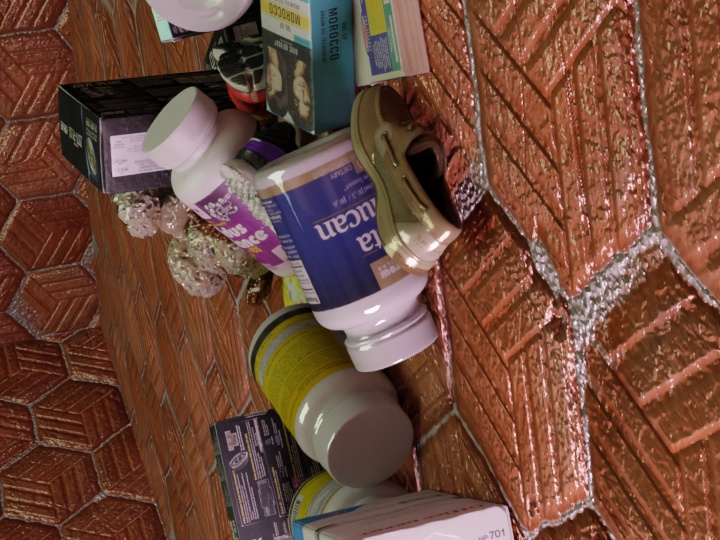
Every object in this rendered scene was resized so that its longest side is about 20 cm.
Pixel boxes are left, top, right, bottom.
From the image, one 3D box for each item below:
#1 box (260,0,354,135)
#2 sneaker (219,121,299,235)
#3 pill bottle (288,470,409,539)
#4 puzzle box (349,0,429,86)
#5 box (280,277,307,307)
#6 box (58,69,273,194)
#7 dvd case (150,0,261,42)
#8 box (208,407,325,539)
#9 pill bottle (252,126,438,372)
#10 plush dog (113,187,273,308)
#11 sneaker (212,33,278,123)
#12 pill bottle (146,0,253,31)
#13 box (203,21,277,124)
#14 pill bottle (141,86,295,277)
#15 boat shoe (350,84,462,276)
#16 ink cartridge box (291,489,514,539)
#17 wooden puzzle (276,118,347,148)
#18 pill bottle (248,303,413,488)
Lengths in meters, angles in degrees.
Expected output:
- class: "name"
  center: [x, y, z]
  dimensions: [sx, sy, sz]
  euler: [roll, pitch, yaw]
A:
- class: "box"
  center: [-0.050, -0.231, 1.234]
  dimensions: [0.082, 0.049, 0.201]
  euler: [31, 132, 45]
- class: "sneaker"
  center: [-0.035, -0.059, 1.298]
  dimensions: [0.200, 0.100, 0.069]
  euler: [49, 160, -25]
- class: "pill bottle"
  center: [-0.002, 0.265, 1.413]
  dimensions: [0.200, 0.109, 0.110]
  euler: [167, 92, -73]
- class: "puzzle box"
  center: [0.011, -0.262, 1.180]
  dimensions: [0.133, 0.025, 0.201]
  euler: [-167, 67, -71]
- class: "box"
  center: [-0.059, 0.000, 1.542]
  dimensions: [0.117, 0.048, 0.201]
  euler: [-143, 43, -67]
- class: "box"
  center: [-0.217, -0.158, 1.524]
  dimensions: [0.164, 0.199, 0.087]
  euler: [35, 130, 55]
- class: "dvd case"
  center: [-0.155, -0.320, 1.409]
  dimensions: [0.022, 0.200, 0.147]
  euler: [-9, 102, 38]
- class: "box"
  center: [-0.072, 0.252, 1.546]
  dimensions: [0.044, 0.159, 0.201]
  euler: [143, 114, -72]
- class: "pill bottle"
  center: [-0.007, -0.017, 1.213]
  dimensions: [0.201, 0.111, 0.111]
  euler: [65, 165, -10]
- class: "plush dog"
  center: [-0.161, -0.050, 1.588]
  dimensions: [0.172, 0.160, 0.200]
  euler: [38, 170, 41]
- class: "sneaker"
  center: [-0.100, -0.188, 1.385]
  dimensions: [0.200, 0.077, 0.085]
  euler: [-116, 9, -72]
- class: "pill bottle"
  center: [-0.131, -0.324, 1.315]
  dimensions: [0.200, 0.119, 0.120]
  euler: [-69, -16, -53]
- class: "box"
  center: [-0.135, -0.195, 1.655]
  dimensions: [0.158, 0.050, 0.201]
  euler: [137, 120, -70]
- class: "pill bottle"
  center: [-0.118, -0.091, 1.375]
  dimensions: [0.200, 0.112, 0.112]
  euler: [39, 180, -25]
- class: "boat shoe"
  center: [0.044, -0.088, 1.135]
  dimensions: [0.064, 0.071, 0.201]
  euler: [-41, 45, 30]
- class: "ink cartridge box"
  center: [0.036, 0.254, 1.215]
  dimensions: [0.200, 0.146, 0.086]
  euler: [168, 92, -73]
- class: "wooden puzzle"
  center: [-0.051, -0.206, 1.396]
  dimensions: [0.185, 0.046, 0.201]
  euler: [-128, 27, -57]
- class: "pill bottle"
  center: [-0.030, 0.127, 1.400]
  dimensions: [0.200, 0.114, 0.115]
  euler: [-132, 35, -53]
